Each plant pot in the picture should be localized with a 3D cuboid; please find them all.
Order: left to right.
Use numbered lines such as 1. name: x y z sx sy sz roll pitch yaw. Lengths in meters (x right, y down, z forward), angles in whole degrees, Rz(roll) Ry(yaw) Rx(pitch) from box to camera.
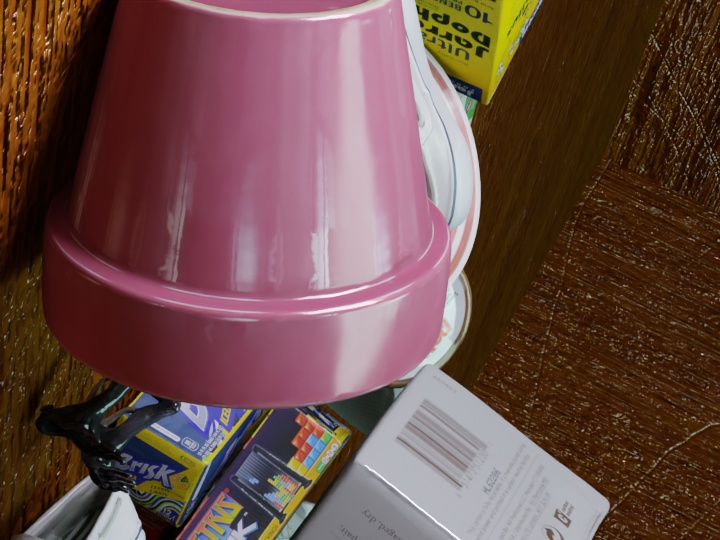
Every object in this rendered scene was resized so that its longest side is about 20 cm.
1. plant pot: -0.052 -0.058 1.054 0.200 0.199 0.180 -49 148 -59

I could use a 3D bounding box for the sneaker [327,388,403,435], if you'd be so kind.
1. sneaker: 0.029 0.063 1.708 0.105 0.075 0.200 -51 174 -19

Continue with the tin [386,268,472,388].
1. tin: 0.000 0.000 1.535 0.112 0.200 0.042 -45 -149 -5

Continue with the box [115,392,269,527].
1. box: -0.101 0.086 1.512 0.200 0.070 0.064 -51 169 -54

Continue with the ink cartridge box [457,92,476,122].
1. ink cartridge box: 0.010 -0.072 1.669 0.200 0.083 0.147 -57 169 -36

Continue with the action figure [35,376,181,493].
1. action figure: -0.099 0.035 1.283 0.200 0.102 0.119 -58 159 -23

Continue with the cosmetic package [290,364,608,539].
1. cosmetic package: 0.035 0.210 1.509 0.200 0.166 0.167 -54 178 29

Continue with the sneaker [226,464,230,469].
1. sneaker: -0.064 0.098 1.768 0.116 0.074 0.200 -57 168 -25

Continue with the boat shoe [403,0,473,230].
1. boat shoe: 0.015 -0.107 1.414 0.066 0.072 0.201 -37 122 -42

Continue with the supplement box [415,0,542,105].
1. supplement box: 0.068 -0.216 1.502 0.110 0.109 0.200 -61 171 -16

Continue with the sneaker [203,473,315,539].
1. sneaker: -0.087 0.219 1.752 0.200 0.078 0.100 30 65 -53

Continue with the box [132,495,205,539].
1. box: -0.163 0.191 1.526 0.200 0.050 0.075 -56 171 -39

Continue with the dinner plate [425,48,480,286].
1. dinner plate: 0.009 -0.071 1.481 0.024 0.200 0.200 -10 -144 43

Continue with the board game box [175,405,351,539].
1. board game box: -0.077 0.165 1.532 0.165 0.057 0.200 -52 177 -1

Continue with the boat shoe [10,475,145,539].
1. boat shoe: -0.197 0.186 1.304 0.200 0.073 0.067 -50 137 -55
